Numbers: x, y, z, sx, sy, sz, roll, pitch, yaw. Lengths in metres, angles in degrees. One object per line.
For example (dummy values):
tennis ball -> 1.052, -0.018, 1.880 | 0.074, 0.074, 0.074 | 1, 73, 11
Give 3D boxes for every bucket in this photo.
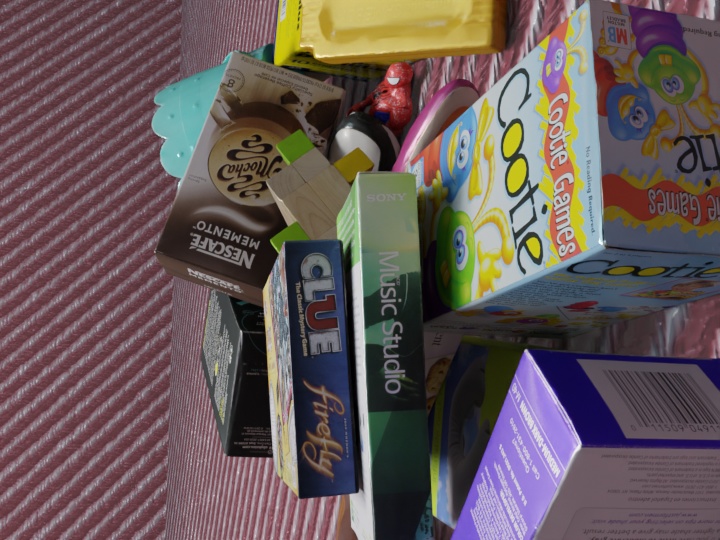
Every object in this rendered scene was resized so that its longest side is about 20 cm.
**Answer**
bucket -> -0.116, -0.138, 1.008 | 0.208, 0.133, 0.209 | 55, -159, -33

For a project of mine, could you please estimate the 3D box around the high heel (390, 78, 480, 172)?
high heel -> 0.046, -0.094, 0.732 | 0.201, 0.066, 0.097 | 96, 158, -55

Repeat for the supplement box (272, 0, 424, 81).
supplement box -> -0.008, -0.249, 0.867 | 0.200, 0.107, 0.111 | -167, 82, -73

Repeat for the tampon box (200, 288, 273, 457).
tampon box -> -0.073, 0.082, 0.933 | 0.200, 0.148, 0.128 | -126, 44, -64

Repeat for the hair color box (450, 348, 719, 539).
hair color box -> 0.101, 0.134, 0.426 | 0.065, 0.108, 0.202 | -113, 32, -55

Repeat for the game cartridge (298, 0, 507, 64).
game cartridge -> 0.033, -0.263, 0.700 | 0.174, 0.032, 0.203 | 4, 89, 33

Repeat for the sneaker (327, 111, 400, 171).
sneaker -> -0.012, -0.051, 0.861 | 0.080, 0.073, 0.202 | -46, -26, -47

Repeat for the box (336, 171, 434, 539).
box -> 0.011, 0.056, 0.528 | 0.144, 0.036, 0.203 | 138, 128, -83

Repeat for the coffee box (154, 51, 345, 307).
coffee box -> -0.097, -0.080, 0.843 | 0.080, 0.112, 0.203 | 108, 180, -75

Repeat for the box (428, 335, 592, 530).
box -> 0.080, 0.106, 0.604 | 0.200, 0.047, 0.124 | 178, 97, -72

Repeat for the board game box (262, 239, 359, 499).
board game box -> -0.036, 0.065, 0.586 | 0.200, 0.034, 0.138 | 139, 127, -78

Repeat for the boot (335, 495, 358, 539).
boot -> -0.002, 0.159, 0.719 | 0.188, 0.068, 0.203 | 35, -136, -64

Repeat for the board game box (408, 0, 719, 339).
board game box -> 0.106, -0.034, 0.459 | 0.200, 0.103, 0.105 | 146, 126, -68

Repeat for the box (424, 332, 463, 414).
box -> 0.033, 0.062, 0.622 | 0.039, 0.041, 0.202 | -107, 29, -50

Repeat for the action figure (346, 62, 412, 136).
action figure -> 0.010, -0.132, 0.893 | 0.200, 0.051, 0.066 | 125, 150, -55

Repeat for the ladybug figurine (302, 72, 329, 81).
ladybug figurine -> -0.049, -0.303, 1.074 | 0.136, 0.071, 0.202 | -107, 27, -52

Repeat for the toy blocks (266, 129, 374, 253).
toy blocks -> 0.000, 0.000, 0.743 | 0.200, 0.099, 0.137 | 51, 172, 34
